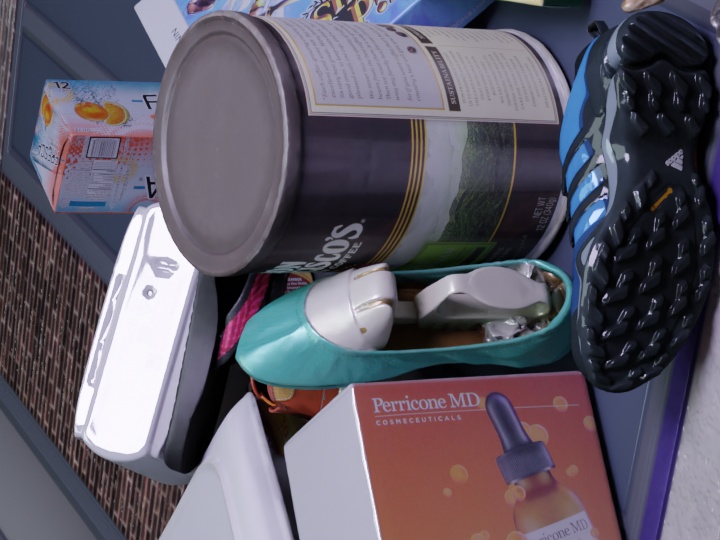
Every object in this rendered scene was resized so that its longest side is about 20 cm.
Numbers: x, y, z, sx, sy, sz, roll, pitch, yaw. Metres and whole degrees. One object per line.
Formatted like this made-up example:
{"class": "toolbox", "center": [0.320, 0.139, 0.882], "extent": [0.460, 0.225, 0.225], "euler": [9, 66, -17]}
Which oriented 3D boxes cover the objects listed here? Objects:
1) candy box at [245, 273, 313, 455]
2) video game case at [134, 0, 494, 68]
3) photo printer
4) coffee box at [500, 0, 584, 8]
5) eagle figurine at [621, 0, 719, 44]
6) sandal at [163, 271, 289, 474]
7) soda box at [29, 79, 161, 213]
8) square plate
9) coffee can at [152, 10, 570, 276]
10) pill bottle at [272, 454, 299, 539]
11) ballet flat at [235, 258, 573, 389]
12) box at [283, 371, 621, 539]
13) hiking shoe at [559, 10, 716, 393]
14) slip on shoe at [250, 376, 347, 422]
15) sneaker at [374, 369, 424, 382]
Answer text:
{"class": "candy box", "center": [-0.056, 0.091, 1.715], "extent": [0.117, 0.056, 0.200], "euler": [-60, 41, 46]}
{"class": "video game case", "center": [-0.033, -0.169, 1.549], "extent": [0.200, 0.045, 0.181], "euler": [-40, 46, 11]}
{"class": "photo printer", "center": [-0.117, 0.054, 1.598], "extent": [0.200, 0.069, 0.167], "euler": [55, -131, -77]}
{"class": "coffee box", "center": [0.078, -0.253, 1.394], "extent": [0.123, 0.044, 0.201], "euler": [15, 104, 38]}
{"class": "eagle figurine", "center": [0.217, -0.142, 1.085], "extent": [0.200, 0.151, 0.152], "euler": [-123, 50, -63]}
{"class": "sandal", "center": [-0.073, 0.029, 1.488], "extent": [0.075, 0.045, 0.201], "euler": [-11, -65, -72]}
{"class": "soda box", "center": [-0.111, -0.080, 1.616], "extent": [0.068, 0.199, 0.064], "euler": [-119, 38, -46]}
{"class": "square plate", "center": [-0.086, 0.209, 1.476], "extent": [0.198, 0.028, 0.200], "euler": [120, 145, -42]}
{"class": "coffee can", "center": [0.003, -0.071, 1.408], "extent": [0.146, 0.200, 0.147], "euler": [2, 92, 56]}
{"class": "pill bottle", "center": [-0.075, 0.218, 1.622], "extent": [0.200, 0.113, 0.114], "euler": [110, 147, -46]}
{"class": "ballet flat", "center": [0.030, 0.021, 1.373], "extent": [0.070, 0.199, 0.067], "euler": [103, 160, -54]}
{"class": "box", "center": [0.059, 0.169, 1.375], "extent": [0.106, 0.152, 0.201], "euler": [135, 128, -58]}
{"class": "hiking shoe", "center": [0.142, -0.035, 1.307], "extent": [0.087, 0.074, 0.201], "euler": [179, 100, -71]}
{"class": "slip on shoe", "center": [-0.036, 0.057, 1.486], "extent": [0.200, 0.061, 0.074], "euler": [-168, 86, -84]}
{"class": "sneaker", "center": [0.046, 0.125, 1.505], "extent": [0.081, 0.075, 0.200], "euler": [-41, 61, 46]}
